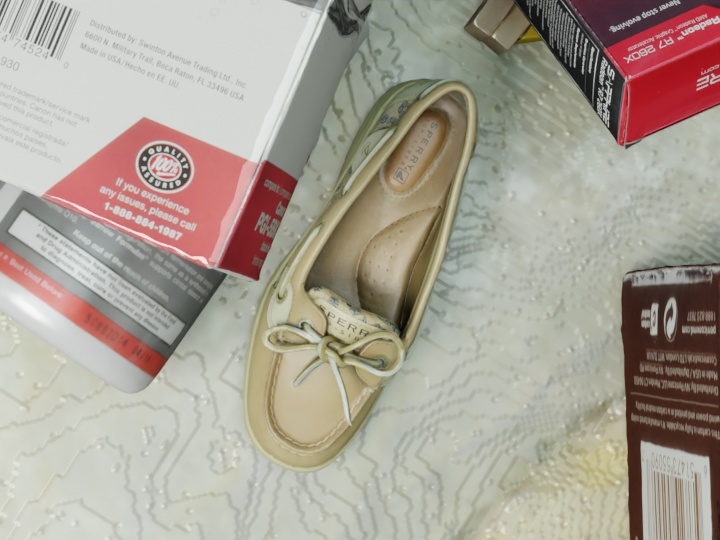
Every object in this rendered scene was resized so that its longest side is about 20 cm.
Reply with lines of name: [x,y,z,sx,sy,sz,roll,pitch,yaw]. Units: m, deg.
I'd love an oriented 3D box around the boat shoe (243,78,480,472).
boat shoe: [0.000,0.000,0.943,0.073,0.063,0.200,21,87,-8]

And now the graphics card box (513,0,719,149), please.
graphics card box: [0.122,-0.161,0.917,0.125,0.051,0.200,-24,57,-12]

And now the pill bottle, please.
pill bottle: [-0.090,-0.055,0.905,0.116,0.116,0.200,36,85,-6]

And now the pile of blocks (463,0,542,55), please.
pile of blocks: [0.154,-0.130,0.968,0.200,0.062,0.082,-13,91,-8]

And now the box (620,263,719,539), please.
box: [0.238,0.076,0.925,0.200,0.166,0.164,-2,89,-9]

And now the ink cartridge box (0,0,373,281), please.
ink cartridge box: [-0.074,-0.115,0.803,0.147,0.083,0.200,23,89,11]
